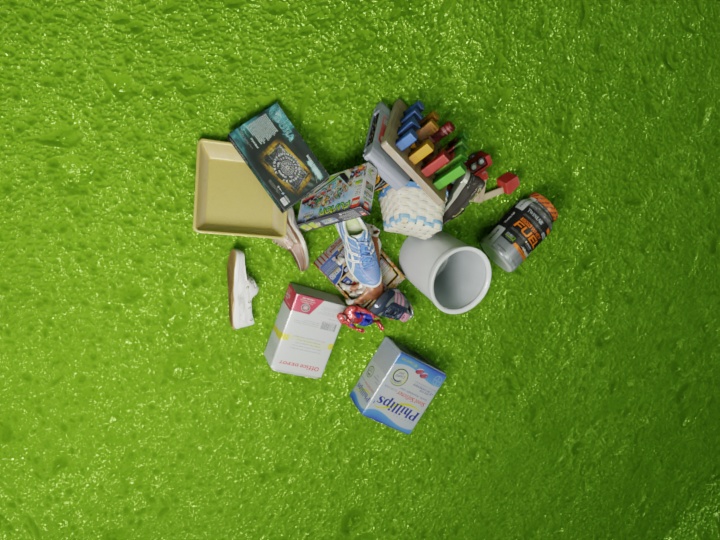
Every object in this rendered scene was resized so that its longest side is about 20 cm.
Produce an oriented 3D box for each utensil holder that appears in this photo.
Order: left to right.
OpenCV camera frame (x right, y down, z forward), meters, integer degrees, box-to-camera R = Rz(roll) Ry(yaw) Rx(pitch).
[{"bbox_3d":[0.206,-0.007,1.477,0.167,0.200,0.173,-7,111,-20],"label":"utensil holder"}]

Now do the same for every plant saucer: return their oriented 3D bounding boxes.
[{"bbox_3d":[-0.258,-0.170,1.268,0.196,0.048,0.204,4,80,-18],"label":"plant saucer"}]

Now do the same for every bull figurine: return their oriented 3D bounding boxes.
[{"bbox_3d":[0.004,-0.013,1.414,0.119,0.065,0.203,-16,112,-13],"label":"bull figurine"}]

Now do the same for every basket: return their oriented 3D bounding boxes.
[{"bbox_3d":[0.124,-0.188,1.421,0.173,0.139,0.204,11,78,-22],"label":"basket"}]

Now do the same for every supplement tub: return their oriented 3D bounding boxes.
[{"bbox_3d":[0.431,-0.106,1.580,0.200,0.122,0.123,-47,119,-1],"label":"supplement tub"}]

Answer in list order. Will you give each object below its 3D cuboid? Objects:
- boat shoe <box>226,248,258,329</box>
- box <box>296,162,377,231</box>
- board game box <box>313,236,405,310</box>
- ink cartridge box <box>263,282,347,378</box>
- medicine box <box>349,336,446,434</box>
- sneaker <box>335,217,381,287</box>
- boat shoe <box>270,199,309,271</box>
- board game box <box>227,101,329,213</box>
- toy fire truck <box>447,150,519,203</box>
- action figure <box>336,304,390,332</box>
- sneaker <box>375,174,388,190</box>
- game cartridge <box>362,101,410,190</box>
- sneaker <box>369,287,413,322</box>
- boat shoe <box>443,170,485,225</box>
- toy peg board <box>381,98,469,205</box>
[{"bbox_3d":[-0.273,0.041,1.370,0.068,0.071,0.203,-6,119,-22],"label":"boat shoe"},{"bbox_3d":[-0.054,-0.159,1.290,0.035,0.198,0.112,30,60,-41],"label":"box"},{"bbox_3d":[0.000,0.000,1.480,0.151,0.046,0.200,-43,119,-3],"label":"board game box"},{"bbox_3d":[-0.139,0.151,1.456,0.143,0.083,0.203,16,101,-28],"label":"ink cartridge box"},{"bbox_3d":[0.103,0.317,1.609,0.181,0.103,0.202,29,95,-29],"label":"medicine box"},{"bbox_3d":[-0.006,-0.052,1.324,0.075,0.077,0.203,-26,97,-8],"label":"sneaker"},{"bbox_3d":[-0.176,-0.089,1.363,0.071,0.076,0.203,-22,107,-9],"label":"boat shoe"},{"bbox_3d":[-0.175,-0.245,1.267,0.135,0.028,0.201,-37,95,-19],"label":"board game box"},{"bbox_3d":[0.308,-0.228,1.524,0.198,0.049,0.142,-34,122,-5],"label":"toy fire truck"},{"bbox_3d":[0.008,0.120,1.455,0.198,0.052,0.066,12,127,-50],"label":"action figure"},{"bbox_3d":[-0.019,-0.193,1.351,0.198,0.077,0.079,-31,86,17],"label":"sneaker"},{"bbox_3d":[0.073,-0.281,1.333,0.041,0.202,0.133,-26,128,35],"label":"game cartridge"},{"bbox_3d":[0.086,0.093,1.455,0.082,0.199,0.070,46,108,13],"label":"sneaker"},{"bbox_3d":[0.236,-0.163,1.452,0.060,0.073,0.202,23,141,-9],"label":"boat shoe"},{"bbox_3d":[0.161,-0.294,1.331,0.097,0.202,0.199,-31,118,35],"label":"toy peg board"}]
